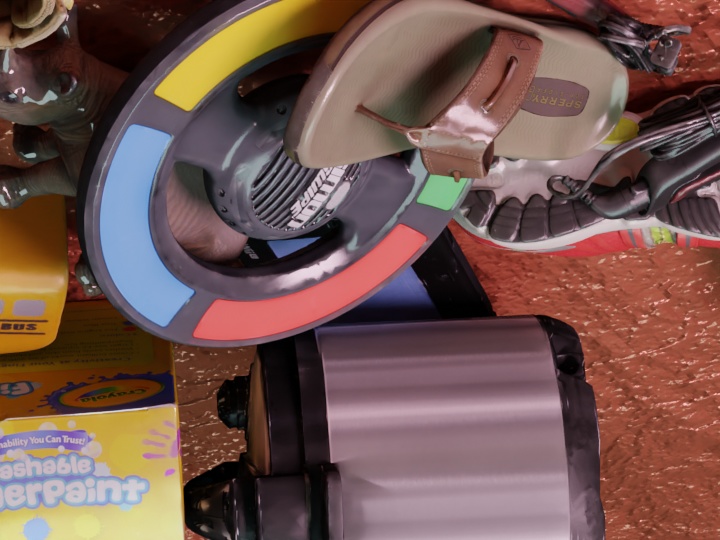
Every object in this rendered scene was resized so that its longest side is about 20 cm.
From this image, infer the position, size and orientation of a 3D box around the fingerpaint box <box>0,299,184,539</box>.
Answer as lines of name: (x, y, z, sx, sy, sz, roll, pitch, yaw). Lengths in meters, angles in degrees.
fingerpaint box: (-0.186, 0.077, 1.264, 0.198, 0.167, 0.074, -4, 107, -5)

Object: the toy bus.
toy bus: (-0.239, -0.002, 1.215, 0.198, 0.066, 0.078, 1, 150, -14)

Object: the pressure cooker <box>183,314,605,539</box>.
pressure cooker: (0.012, 0.110, 1.277, 0.198, 0.180, 0.177, -2, 137, -6)

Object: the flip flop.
flip flop: (0.050, -0.068, 1.101, 0.199, 0.058, 0.081, 2, 122, -45)

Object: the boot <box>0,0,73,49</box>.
boot: (-0.098, -0.158, 0.864, 0.198, 0.157, 0.073, -15, 151, 15)

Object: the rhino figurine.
rhino figurine: (-0.116, -0.054, 1.152, 0.087, 0.060, 0.200, -13, 144, 22)

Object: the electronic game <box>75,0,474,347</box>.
electronic game: (-0.030, -0.047, 1.128, 0.199, 0.042, 0.201, -20, 137, -20)

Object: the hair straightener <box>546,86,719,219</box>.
hair straightener: (0.172, -0.078, 1.152, 0.199, 0.041, 0.077, -22, 148, 7)

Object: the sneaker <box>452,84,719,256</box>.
sneaker: (0.137, -0.042, 1.233, 0.198, 0.078, 0.085, 0, 170, -1)

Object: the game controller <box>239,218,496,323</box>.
game controller: (0.000, 0.000, 1.292, 0.104, 0.042, 0.200, -13, 150, 12)

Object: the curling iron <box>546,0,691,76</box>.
curling iron: (0.071, -0.129, 1.081, 0.199, 0.026, 0.049, 29, 173, -41)
